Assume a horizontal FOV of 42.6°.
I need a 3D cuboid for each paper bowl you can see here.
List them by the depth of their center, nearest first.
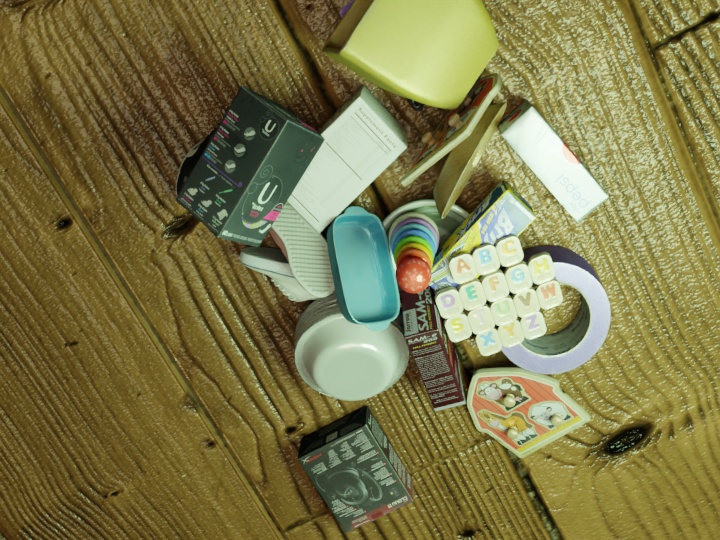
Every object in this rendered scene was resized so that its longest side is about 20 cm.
[{"bbox_3d":[-0.015,0.141,1.573,0.197,0.105,0.203,-2,128,-2],"label":"paper bowl"}]

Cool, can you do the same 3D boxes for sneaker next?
[{"bbox_3d":[-0.244,-0.177,1.487,0.073,0.112,0.200,38,108,-10],"label":"sneaker"},{"bbox_3d":[-0.099,-0.048,1.525,0.075,0.105,0.202,-33,88,0],"label":"sneaker"},{"bbox_3d":[-0.114,0.016,1.574,0.197,0.073,0.072,17,107,-4],"label":"sneaker"}]

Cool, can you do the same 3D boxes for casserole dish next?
[{"bbox_3d":[0.000,0.000,1.482,0.039,0.120,0.204,-19,80,46],"label":"casserole dish"}]

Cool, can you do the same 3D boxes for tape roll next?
[{"bbox_3d":[0.318,0.067,1.567,0.196,0.085,0.203,1,111,2],"label":"tape roll"}]

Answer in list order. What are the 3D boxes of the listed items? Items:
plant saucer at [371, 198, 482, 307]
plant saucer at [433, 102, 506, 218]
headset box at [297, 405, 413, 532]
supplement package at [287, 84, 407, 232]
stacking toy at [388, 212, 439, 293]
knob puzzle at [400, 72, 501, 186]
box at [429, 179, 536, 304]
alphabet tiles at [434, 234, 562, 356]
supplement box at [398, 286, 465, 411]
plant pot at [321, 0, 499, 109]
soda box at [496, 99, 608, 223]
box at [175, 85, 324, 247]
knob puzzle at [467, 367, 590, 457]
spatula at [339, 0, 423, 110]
[{"bbox_3d":[0.115,-0.028,1.559,0.196,0.050,0.204,1,110,2],"label":"plant saucer"},{"bbox_3d":[0.162,-0.176,1.429,0.035,0.200,0.202,30,110,7],"label":"plant saucer"},{"bbox_3d":[-0.002,0.374,1.700,0.147,0.077,0.202,-28,108,13],"label":"headset box"},{"bbox_3d":[-0.030,-0.179,1.477,0.200,0.110,0.114,-42,103,16],"label":"supplement package"},{"bbox_3d":[0.085,-0.022,1.429,0.084,0.200,0.087,1,111,2],"label":"stacking toy"},{"bbox_3d":[0.144,-0.238,1.412,0.030,0.220,0.220,40,107,-11],"label":"knob puzzle"},{"bbox_3d":[0.188,-0.045,1.489,0.070,0.064,0.200,39,107,-12],"label":"box"},{"bbox_3d":[0.224,0.045,1.490,0.197,0.015,0.198,-20,117,5],"label":"alphabet tiles"},{"bbox_3d":[0.121,0.130,1.550,0.060,0.110,0.201,-15,134,10],"label":"supplement box"},{"bbox_3d":[0.085,-0.343,1.359,0.199,0.194,0.197,35,96,-16],"label":"plant pot"},{"bbox_3d":[0.309,-0.176,1.487,0.068,0.064,0.200,-40,104,15],"label":"soda box"},{"bbox_3d":[-0.165,-0.152,1.390,0.106,0.122,0.202,37,101,23],"label":"box"},{"bbox_3d":[0.272,0.245,1.623,0.216,0.031,0.222,10,132,12],"label":"knob puzzle"},{"bbox_3d":[0.043,-0.339,1.461,0.056,0.021,0.201,-33,107,6],"label":"spatula"}]
